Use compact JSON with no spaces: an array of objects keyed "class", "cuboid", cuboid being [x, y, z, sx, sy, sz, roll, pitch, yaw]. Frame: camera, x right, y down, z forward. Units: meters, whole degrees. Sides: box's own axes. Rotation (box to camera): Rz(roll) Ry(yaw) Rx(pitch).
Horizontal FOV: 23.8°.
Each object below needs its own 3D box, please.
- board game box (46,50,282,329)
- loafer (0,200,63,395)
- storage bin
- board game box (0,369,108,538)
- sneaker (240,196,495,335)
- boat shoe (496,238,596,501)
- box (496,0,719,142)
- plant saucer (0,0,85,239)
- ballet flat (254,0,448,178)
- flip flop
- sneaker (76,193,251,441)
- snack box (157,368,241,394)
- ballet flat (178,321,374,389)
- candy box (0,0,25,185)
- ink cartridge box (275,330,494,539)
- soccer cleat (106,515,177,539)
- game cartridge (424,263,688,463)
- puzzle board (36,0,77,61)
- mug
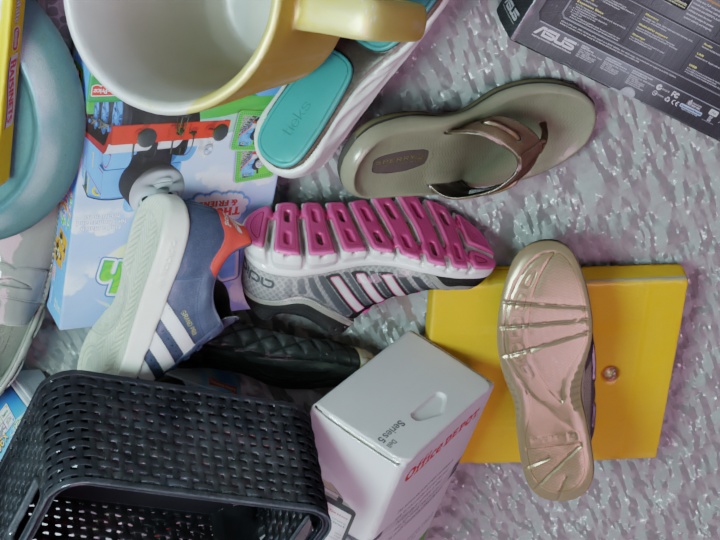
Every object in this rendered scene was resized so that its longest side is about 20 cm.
[{"class":"board game box","cuboid":[-0.131,-0.057,1.178,0.150,0.037,0.201,-6,127,-28]},{"class":"loafer","cuboid":[-0.247,0.011,1.203,0.069,0.070,0.201,8,124,-19]},{"class":"storage bin","cuboid":[-0.135,0.154,1.152,0.198,0.094,0.136,12,133,-25]},{"class":"board game box","cuboid":[-0.261,0.192,1.294,0.034,0.126,0.201,-3,133,-50]},{"class":"sneaker","cuboid":[0.000,0.000,1.234,0.198,0.074,0.088,-1,135,-25]},{"class":"boat shoe","cuboid":[0.142,0.070,1.279,0.071,0.065,0.202,-7,105,8]},{"class":"box","cuboid":[0.217,-0.192,1.161,0.199,0.048,0.159,21,117,-21]},{"class":"plant saucer","cuboid":[-0.275,-0.107,1.106,0.198,0.027,0.202,6,113,13]},{"class":"ballet flat","cuboid":[0.002,-0.147,1.145,0.069,0.069,0.201,33,99,-26]},{"class":"flip flop","cuboid":[0.080,-0.081,1.188,0.198,0.058,0.082,-11,128,-26]},{"class":"sneaker","cuboid":[-0.133,0.044,1.176,0.084,0.075,0.201,9,121,-32]},{"class":"snack box","cuboid":[-0.186,0.145,1.325,0.115,0.037,0.201,20,117,-21]},{"class":"ballet flat","cuboid":[-0.076,0.051,1.275,0.198,0.057,0.066,12,153,-23]},{"class":"candy box","cuboid":[-0.258,-0.155,1.051,0.101,0.026,0.202,14,116,7]},{"class":"ink cartridge box","cuboid":[0.005,0.165,1.286,0.084,0.145,0.201,32,125,17]},{"class":"soccer cleat","cuboid":[-0.186,0.191,1.297,0.085,0.069,0.200,39,107,-20]},{"class":"game cartridge","cuboid":[0.147,0.074,1.338,0.198,0.033,0.178,0,123,-6]},{"class":"puzzle board","cuboid":[-0.229,-0.148,1.139,0.149,0.017,0.201,-4,124,-6]},{"class":"mug","cuboid":[-0.068,-0.159,1.051,0.187,0.153,0.150,46,111,14]}]
